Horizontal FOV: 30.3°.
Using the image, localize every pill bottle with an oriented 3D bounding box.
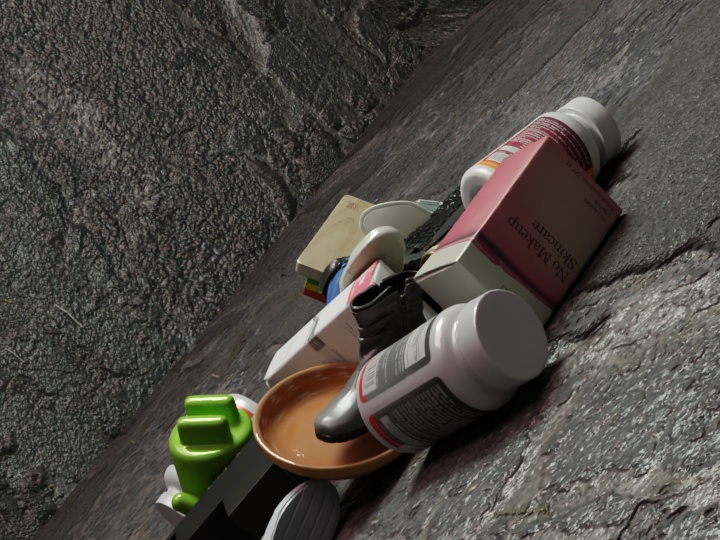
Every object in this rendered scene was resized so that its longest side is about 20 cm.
[{"bbox_3d":[0.094,0.104,1.369,0.200,0.114,0.114,-36,14,46],"label":"pill bottle"},{"bbox_3d":[-0.211,0.287,1.956,0.200,0.112,0.112,-52,11,-27],"label":"pill bottle"},{"bbox_3d":[0.227,-0.128,1.655,0.199,0.110,0.109,-37,5,-25],"label":"pill bottle"}]

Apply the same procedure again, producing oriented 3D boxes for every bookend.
[{"bbox_3d":[-0.135,0.305,1.620,0.199,0.092,0.200,-49,11,-4],"label":"bookend"}]

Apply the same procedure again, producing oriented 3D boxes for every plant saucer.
[{"bbox_3d":[-0.024,0.176,1.531,0.198,0.038,0.201,-4,31,3],"label":"plant saucer"}]

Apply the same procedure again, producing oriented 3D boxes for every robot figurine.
[{"bbox_3d":[-0.188,0.262,1.783,0.115,0.201,0.176,-5,33,10],"label":"robot figurine"}]

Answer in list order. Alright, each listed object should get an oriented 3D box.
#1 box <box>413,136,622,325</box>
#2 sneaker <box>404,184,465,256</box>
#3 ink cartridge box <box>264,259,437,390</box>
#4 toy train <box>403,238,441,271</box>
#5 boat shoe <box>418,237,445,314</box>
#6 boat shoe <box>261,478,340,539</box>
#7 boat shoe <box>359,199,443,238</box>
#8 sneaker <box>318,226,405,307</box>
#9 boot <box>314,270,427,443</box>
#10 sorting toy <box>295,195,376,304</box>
[{"bbox_3d":[0.177,-0.028,1.490,0.200,0.128,0.109,-52,12,-24],"label":"box"},{"bbox_3d":[0.121,-0.032,1.819,0.200,0.088,0.076,-43,17,-16],"label":"sneaker"},{"bbox_3d":[0.001,0.108,1.651,0.200,0.146,0.085,-42,12,22],"label":"ink cartridge box"},{"bbox_3d":[0.122,-0.021,1.763,0.199,0.046,0.034,-20,35,-35],"label":"toy train"},{"bbox_3d":[0.107,0.020,1.687,0.065,0.073,0.200,-43,-13,-25],"label":"boat shoe"},{"bbox_3d":[-0.091,0.314,1.458,0.062,0.072,0.201,-28,24,55],"label":"boat shoe"},{"bbox_3d":[0.093,-0.064,1.893,0.062,0.198,0.074,-137,48,-78],"label":"boat shoe"},{"bbox_3d":[-0.001,0.000,1.716,0.112,0.076,0.201,-103,24,-48],"label":"sneaker"},{"bbox_3d":[0.007,0.091,1.490,0.069,0.133,0.200,11,39,40],"label":"boot"},{"bbox_3d":[0.029,-0.001,1.889,0.200,0.197,0.070,-56,-16,-53],"label":"sorting toy"}]
